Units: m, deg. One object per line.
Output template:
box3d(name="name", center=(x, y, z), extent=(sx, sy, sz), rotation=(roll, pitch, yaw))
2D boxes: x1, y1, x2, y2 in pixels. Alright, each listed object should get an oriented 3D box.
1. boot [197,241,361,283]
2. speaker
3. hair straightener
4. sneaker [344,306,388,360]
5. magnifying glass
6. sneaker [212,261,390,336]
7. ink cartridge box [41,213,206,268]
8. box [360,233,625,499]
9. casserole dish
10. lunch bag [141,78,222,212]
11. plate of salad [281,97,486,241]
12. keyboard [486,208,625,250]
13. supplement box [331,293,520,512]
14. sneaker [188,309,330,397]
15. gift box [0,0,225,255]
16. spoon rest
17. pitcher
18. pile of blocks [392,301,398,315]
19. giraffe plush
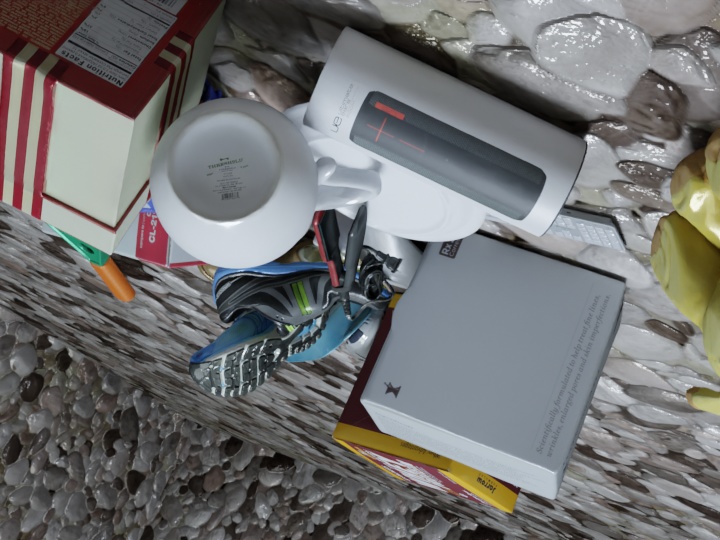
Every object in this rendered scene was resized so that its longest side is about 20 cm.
box3d(name="boot", center=(-0.100, -0.009, 1.353), extent=(0.174, 0.066, 0.200), rotation=(17, 167, -18))
box3d(name="speaker", center=(0.060, -0.103, 0.801), extent=(0.199, 0.081, 0.081), rotation=(26, 164, -2))
box3d(name="hair straightener", center=(0.000, 0.000, 1.035), extent=(0.077, 0.041, 0.200), rotation=(17, 151, 12))
box3d(name="sneaker", center=(0.057, 0.116, 1.435), extent=(0.129, 0.080, 0.199), rotation=(33, 167, 15))
box3d(name="magnifying glass", center=(-0.285, -0.024, 1.156), extent=(0.079, 0.022, 0.200), rotation=(19, 154, 22))
box3d(name="sneaker", center=(-0.064, 0.032, 1.193), extent=(0.198, 0.083, 0.071), rotation=(0, 172, 8))
box3d(name="ink cartridge box", center=(-0.237, -0.066, 1.226), extent=(0.199, 0.083, 0.145), rotation=(14, -168, 31))
box3d(name="box", center=(0.134, 0.089, 1.070), extent=(0.199, 0.200, 0.131), rotation=(19, 163, 18))
box3d(name="casserole dish", center=(-0.049, 0.063, 1.414), extent=(0.039, 0.121, 0.200), rotation=(47, 159, -13))
box3d(name="lunch bag", center=(-0.213, -0.129, 1.044), extent=(0.199, 0.124, 0.170), rotation=(4, 159, 10))
box3d(name="plate of salad", center=(0.018, -0.089, 0.944), extent=(0.199, 0.048, 0.200), rotation=(20, 157, 9))
box3d(name="keyboard", center=(0.137, -0.051, 0.971), extent=(0.199, 0.011, 0.056), rotation=(16, 161, 29))
box3d(name="supplement box", center=(0.108, 0.154, 1.307), extent=(0.197, 0.201, 0.133), rotation=(6, 156, 47))
box3d(name="sneaker", center=(-0.127, 0.074, 1.255), extent=(0.090, 0.200, 0.079), rotation=(33, 130, 25))
box3d(name="gift box", center=(-0.208, -0.146, 0.850), extent=(0.184, 0.200, 0.187), rotation=(30, 141, 2))
box3d(name="spoon rest", center=(0.021, -0.026, 1.157), extent=(0.099, 0.061, 0.200), rotation=(17, 175, 28))
box3d(name="pitcher", center=(-0.067, -0.065, 0.831), extent=(0.171, 0.122, 0.200), rotation=(-14, 173, -1))
box3d(name="pile of blocks", center=(0.107, 0.062, 1.196), extent=(0.199, 0.083, 0.062), rotation=(19, -175, 39))
box3d(name="giraffe plush", center=(0.301, 0.006, 0.702), extent=(0.161, 0.201, 0.173), rotation=(-3, 162, -8))
